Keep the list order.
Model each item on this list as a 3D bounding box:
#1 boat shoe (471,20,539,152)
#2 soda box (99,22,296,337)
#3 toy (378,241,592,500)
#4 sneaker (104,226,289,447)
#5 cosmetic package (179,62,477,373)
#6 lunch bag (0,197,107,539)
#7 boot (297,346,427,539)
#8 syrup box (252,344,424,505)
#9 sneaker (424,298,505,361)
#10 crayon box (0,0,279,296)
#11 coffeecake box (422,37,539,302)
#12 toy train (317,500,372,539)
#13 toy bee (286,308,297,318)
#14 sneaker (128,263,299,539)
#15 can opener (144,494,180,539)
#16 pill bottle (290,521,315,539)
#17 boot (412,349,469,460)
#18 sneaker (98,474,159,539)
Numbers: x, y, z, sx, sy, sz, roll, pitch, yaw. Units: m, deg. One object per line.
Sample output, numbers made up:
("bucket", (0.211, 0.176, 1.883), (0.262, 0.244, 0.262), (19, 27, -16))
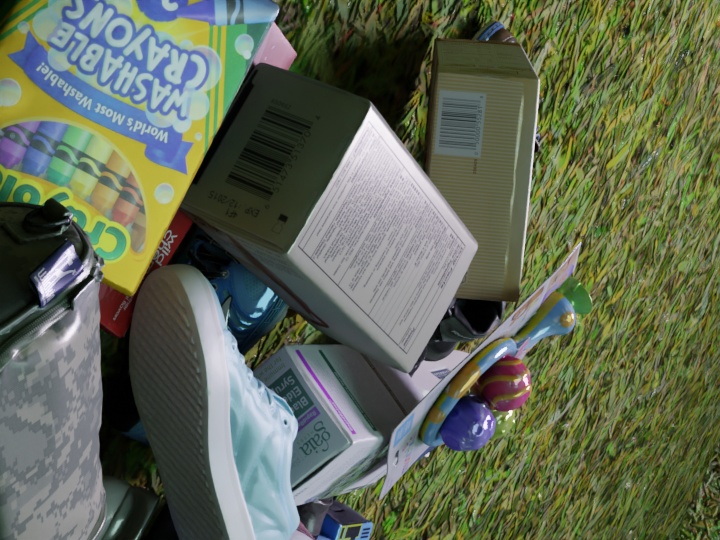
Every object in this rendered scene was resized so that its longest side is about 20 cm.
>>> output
("boat shoe", (0.113, -0.110, 1.276), (0.072, 0.072, 0.202), (-38, 145, -42))
("soda box", (-0.121, -0.069, 0.873), (0.201, 0.063, 0.070), (-59, 154, -9))
("toy", (0.095, 0.080, 1.053), (0.200, 0.047, 0.116), (-46, 161, -26))
("sneaker", (-0.103, 0.027, 0.986), (0.090, 0.078, 0.202), (13, 102, -61))
("cosmetic package", (-0.014, -0.027, 0.923), (0.104, 0.087, 0.200), (-60, 149, -11))
("lunch bag", (-0.201, 0.072, 0.720), (0.166, 0.139, 0.202), (-22, 136, -30))
("boot", (-0.014, 0.123, 1.255), (0.133, 0.069, 0.200), (-62, 175, 29))
("syrup box", (-0.021, 0.103, 1.040), (0.079, 0.082, 0.200), (-40, 164, 14))
("sneaker", (0.080, 0.032, 1.296), (0.066, 0.091, 0.201), (-5, 144, -17))
("crayon box", (-0.142, -0.077, 0.768), (0.125, 0.051, 0.202), (27, 90, -31))
("coffeecake box", (0.083, -0.080, 1.111), (0.200, 0.072, 0.156), (-81, 175, -75))
("toy train", (-0.068, 0.248, 1.264), (0.199, 0.086, 0.116), (11, 95, -62))
("toy bee", (0.000, 0.000, 1.099), (0.198, 0.110, 0.130), (-20, 177, -38))
("sneaker", (-0.079, 0.082, 0.898), (0.082, 0.073, 0.203), (-29, 122, -42))
("can opener", (-0.102, 0.151, 0.998), (0.201, 0.078, 0.064), (-60, 136, -52))
("pill bottle", (-0.074, 0.224, 1.064), (0.114, 0.112, 0.200), (-61, -167, -4))
("boot", (0.069, 0.132, 1.444), (0.199, 0.073, 0.091), (2, 119, -55))
("sneaker", (-0.185, 0.164, 0.976), (0.075, 0.088, 0.200), (-64, -177, -30))
